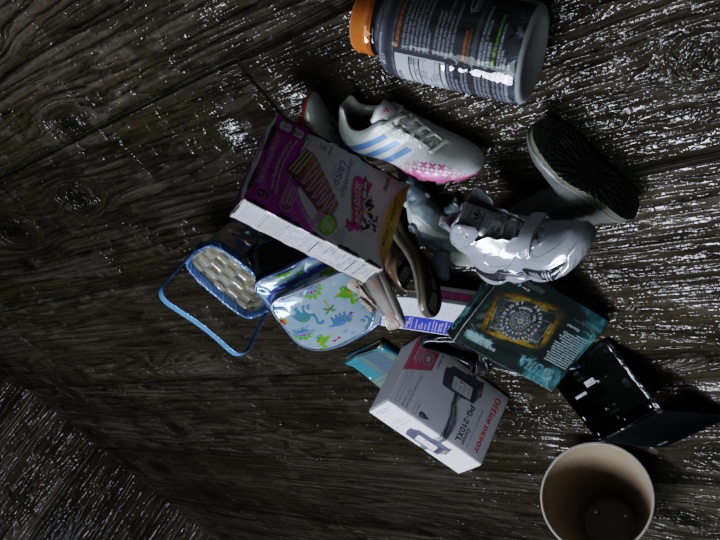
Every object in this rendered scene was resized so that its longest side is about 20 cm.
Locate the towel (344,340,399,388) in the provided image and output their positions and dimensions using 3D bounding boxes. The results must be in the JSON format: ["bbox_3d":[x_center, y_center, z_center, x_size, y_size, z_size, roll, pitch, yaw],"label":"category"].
[{"bbox_3d":[0.078,0.208,1.688,0.200,0.022,0.147,39,148,-14],"label":"towel"}]

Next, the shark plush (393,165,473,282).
[{"bbox_3d":[0.111,-0.082,1.240,0.083,0.091,0.200,-28,104,27],"label":"shark plush"}]

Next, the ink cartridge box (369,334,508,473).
[{"bbox_3d":[0.139,0.233,1.551,0.200,0.145,0.084,35,148,-8],"label":"ink cartridge box"}]

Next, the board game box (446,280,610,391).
[{"bbox_3d":[0.232,0.076,1.231,0.199,0.135,0.028,28,-163,-29],"label":"board game box"}]

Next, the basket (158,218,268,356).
[{"bbox_3d":[-0.220,0.019,1.493,0.176,0.200,0.139,39,148,-17],"label":"basket"}]

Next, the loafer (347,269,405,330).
[{"bbox_3d":[0.000,0.000,1.267,0.072,0.063,0.201,56,-171,-73],"label":"loafer"}]

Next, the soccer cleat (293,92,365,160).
[{"bbox_3d":[-0.037,-0.165,1.218,0.085,0.069,0.200,10,148,14],"label":"soccer cleat"}]

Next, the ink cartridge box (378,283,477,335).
[{"bbox_3d":[0.131,0.064,1.369,0.199,0.037,0.095,6,147,-1],"label":"ink cartridge box"}]

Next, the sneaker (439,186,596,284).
[{"bbox_3d":[0.179,-0.044,1.072,0.115,0.075,0.200,39,155,-21],"label":"sneaker"}]

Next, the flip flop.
[{"bbox_3d":[0.058,-0.015,1.242,0.057,0.201,0.081,-30,151,11],"label":"flip flop"}]

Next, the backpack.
[{"bbox_3d":[-0.055,0.036,1.394,0.182,0.147,0.200,-25,134,10],"label":"backpack"}]

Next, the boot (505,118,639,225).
[{"bbox_3d":[0.220,-0.088,1.115,0.182,0.073,0.200,42,154,-15],"label":"boot"}]

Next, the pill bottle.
[{"bbox_3d":[0.090,-0.248,0.949,0.199,0.106,0.106,18,147,20],"label":"pill bottle"}]

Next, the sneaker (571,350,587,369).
[{"bbox_3d":[0.235,0.113,1.329,0.199,0.076,0.077,16,163,-20],"label":"sneaker"}]

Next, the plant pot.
[{"bbox_3d":[0.425,0.421,1.574,0.187,0.188,0.200,12,159,27],"label":"plant pot"}]

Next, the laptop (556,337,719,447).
[{"bbox_3d":[0.426,0.195,1.387,0.200,0.103,0.177,53,150,12],"label":"laptop"}]

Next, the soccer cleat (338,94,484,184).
[{"bbox_3d":[0.058,-0.167,1.124,0.199,0.070,0.087,16,146,23],"label":"soccer cleat"}]

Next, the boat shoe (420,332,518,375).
[{"bbox_3d":[0.187,0.136,1.448,0.199,0.066,0.075,27,148,6],"label":"boat shoe"}]

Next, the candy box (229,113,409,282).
[{"bbox_3d":[-0.048,-0.090,1.145,0.199,0.137,0.061,26,153,-17],"label":"candy box"}]
